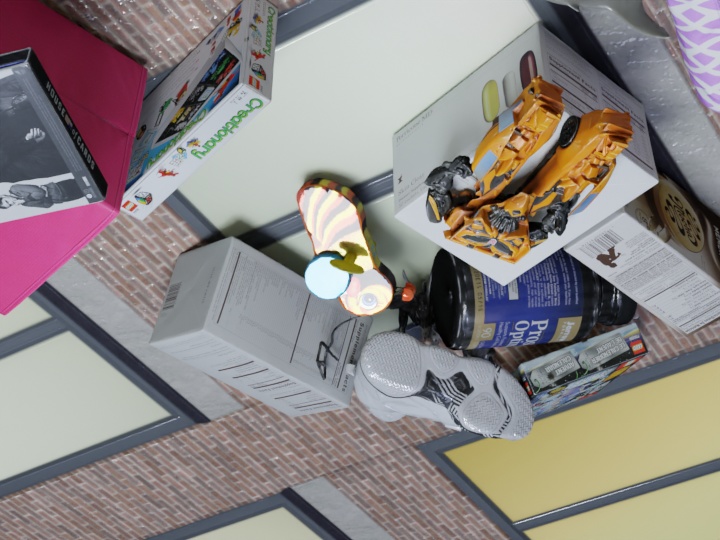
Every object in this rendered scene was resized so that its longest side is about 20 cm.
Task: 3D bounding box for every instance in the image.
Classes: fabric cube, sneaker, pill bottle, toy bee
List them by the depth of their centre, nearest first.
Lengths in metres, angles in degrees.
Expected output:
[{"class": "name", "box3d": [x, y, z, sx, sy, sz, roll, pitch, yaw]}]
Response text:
[{"class": "fabric cube", "box3d": [-0.338, -0.119, 1.333, 0.199, 0.200, 0.196, 31, 131, -28]}, {"class": "toy bee", "box3d": [0.000, 0.000, 1.518, 0.108, 0.131, 0.201, -6, 125, 8]}, {"class": "pill bottle", "box3d": [0.182, 0.021, 1.543, 0.199, 0.112, 0.112, -4, 140, -13]}, {"class": "sneaker", "box3d": [0.079, 0.127, 1.546, 0.199, 0.075, 0.115, 24, 160, -12]}]

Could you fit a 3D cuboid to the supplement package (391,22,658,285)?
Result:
[{"class": "supplement package", "box3d": [0.152, -0.106, 1.408, 0.156, 0.111, 0.200, 31, 129, -31]}]

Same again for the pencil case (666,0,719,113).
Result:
[{"class": "pencil case", "box3d": [0.315, -0.225, 1.292, 0.084, 0.086, 0.200, -35, 136, -1]}]

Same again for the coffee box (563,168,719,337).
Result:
[{"class": "coffee box", "box3d": [0.294, -0.033, 1.491, 0.200, 0.113, 0.080, 32, 130, -32]}]

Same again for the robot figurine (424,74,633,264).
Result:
[{"class": "robot figurine", "box3d": [0.144, -0.079, 1.310, 0.145, 0.058, 0.200, 19, 135, -19]}]

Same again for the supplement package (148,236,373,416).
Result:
[{"class": "supplement package", "box3d": [-0.104, 0.065, 1.585, 0.200, 0.114, 0.109, 31, 152, -30]}]

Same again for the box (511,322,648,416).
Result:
[{"class": "box", "box3d": [0.223, 0.120, 1.630, 0.137, 0.040, 0.200, -20, 166, -12]}]

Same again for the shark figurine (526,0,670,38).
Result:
[{"class": "shark figurine", "box3d": [0.160, -0.254, 1.261, 0.128, 0.090, 0.214, -29, 129, 31]}]

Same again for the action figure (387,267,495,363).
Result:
[{"class": "action figure", "box3d": [0.094, 0.084, 1.636, 0.118, 0.102, 0.200, -12, 141, 16]}]

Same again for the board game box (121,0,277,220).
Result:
[{"class": "board game box", "box3d": [-0.151, -0.148, 1.351, 0.035, 0.127, 0.200, 30, 131, -29]}]

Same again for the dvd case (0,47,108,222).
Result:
[{"class": "dvd case", "box3d": [-0.326, -0.095, 1.194, 0.199, 0.025, 0.151, -11, 134, 12]}]
